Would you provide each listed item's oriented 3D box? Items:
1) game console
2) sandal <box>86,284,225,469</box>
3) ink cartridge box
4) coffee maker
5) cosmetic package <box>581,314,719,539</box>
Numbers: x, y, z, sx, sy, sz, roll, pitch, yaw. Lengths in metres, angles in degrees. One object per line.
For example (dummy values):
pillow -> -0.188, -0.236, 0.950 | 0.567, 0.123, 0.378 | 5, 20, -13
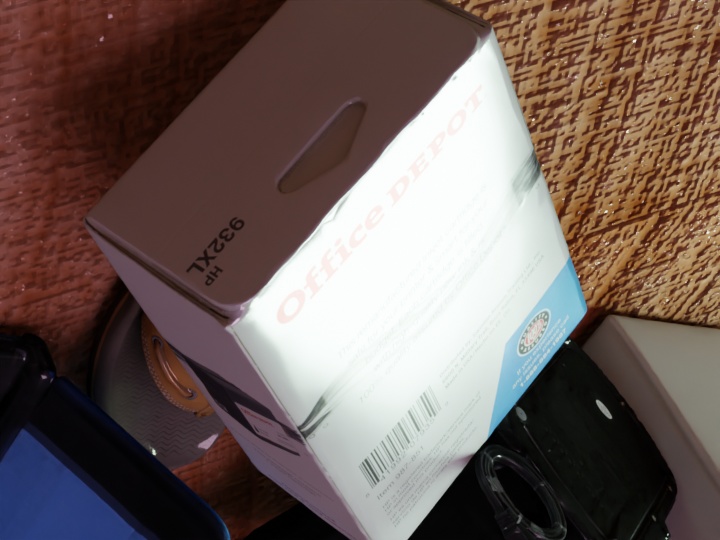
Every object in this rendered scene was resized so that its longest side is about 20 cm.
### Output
game console -> -0.183, 0.132, 0.770 | 0.170, 0.118, 0.200 | 7, 130, -41
sandal -> -0.058, 0.020, 0.780 | 0.082, 0.055, 0.200 | -1, 133, -38
ink cartridge box -> 0.000, 0.000, 0.719 | 0.145, 0.084, 0.200 | -49, 147, -15
coffee maker -> 0.028, 0.133, 0.884 | 0.200, 0.135, 0.192 | -38, 155, 24
cosmetic package -> 0.171, 0.156, 1.019 | 0.167, 0.167, 0.200 | 8, 130, -42
